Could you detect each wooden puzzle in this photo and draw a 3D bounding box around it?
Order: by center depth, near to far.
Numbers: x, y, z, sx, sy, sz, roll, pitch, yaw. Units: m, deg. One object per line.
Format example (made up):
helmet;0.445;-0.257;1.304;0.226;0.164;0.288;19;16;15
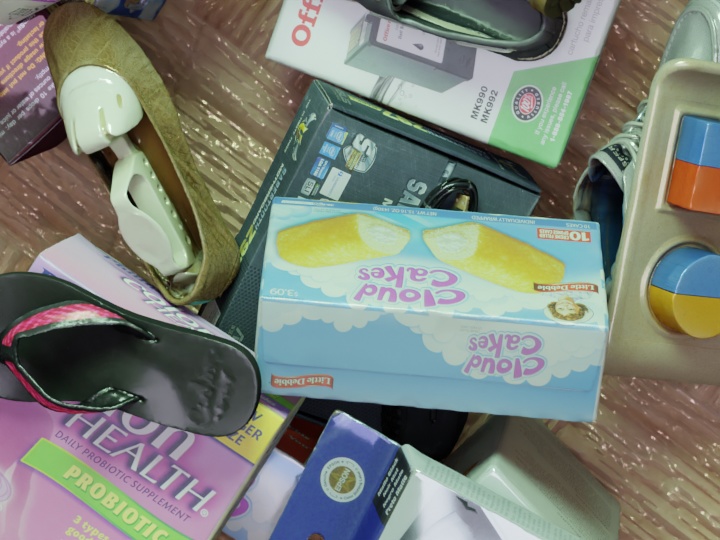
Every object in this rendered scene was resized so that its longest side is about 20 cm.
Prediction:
wooden puzzle;0.245;-0.020;1.427;0.184;0.046;0.202;6;103;-28

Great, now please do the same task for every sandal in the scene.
sandal;-0.154;0.049;1.312;0.198;0.045;0.076;12;103;15

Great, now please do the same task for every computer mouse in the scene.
computer mouse;0.048;0.038;1.449;0.058;0.034;0.202;-2;116;-16

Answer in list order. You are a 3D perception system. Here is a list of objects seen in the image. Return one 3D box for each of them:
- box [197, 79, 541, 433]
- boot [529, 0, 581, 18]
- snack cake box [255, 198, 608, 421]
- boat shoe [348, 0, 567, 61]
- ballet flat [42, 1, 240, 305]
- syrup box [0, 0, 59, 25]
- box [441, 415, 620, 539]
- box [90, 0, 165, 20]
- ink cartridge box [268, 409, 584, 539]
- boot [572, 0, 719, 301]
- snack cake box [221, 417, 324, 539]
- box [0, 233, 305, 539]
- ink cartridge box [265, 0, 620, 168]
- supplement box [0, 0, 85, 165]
box;0.000;0.000;1.466;0.157;0.051;0.201;21;108;-23
boot;0.084;-0.261;1.375;0.199;0.066;0.175;33;72;18
snack cake box;0.041;0.021;1.358;0.198;0.115;0.068;5;121;-1
boat shoe;0.030;-0.181;1.381;0.199;0.063;0.073;24;100;4
ballet flat;-0.138;-0.064;1.395;0.067;0.072;0.201;-19;105;23
syrup box;-0.154;-0.219;1.355;0.199;0.079;0.082;-25;86;15
box;0.072;0.184;1.445;0.152;0.200;0.106;-44;92;12
box;-0.105;-0.251;1.444;0.048;0.122;0.200;39;102;9
ink cartridge box;0.027;0.212;1.333;0.199;0.041;0.201;27;102;4
boot;0.186;-0.074;1.439;0.095;0.073;0.202;-2;102;-36
snack cake box;-0.123;0.091;1.501;0.199;0.115;0.068;30;101;3
box;-0.160;0.113;1.401;0.175;0.097;0.201;34;100;2
ink cartridge box;0.057;-0.166;1.455;0.199;0.084;0.147;20;100;5
supplement box;-0.245;-0.173;1.481;0.086;0.110;0.200;-41;91;11
